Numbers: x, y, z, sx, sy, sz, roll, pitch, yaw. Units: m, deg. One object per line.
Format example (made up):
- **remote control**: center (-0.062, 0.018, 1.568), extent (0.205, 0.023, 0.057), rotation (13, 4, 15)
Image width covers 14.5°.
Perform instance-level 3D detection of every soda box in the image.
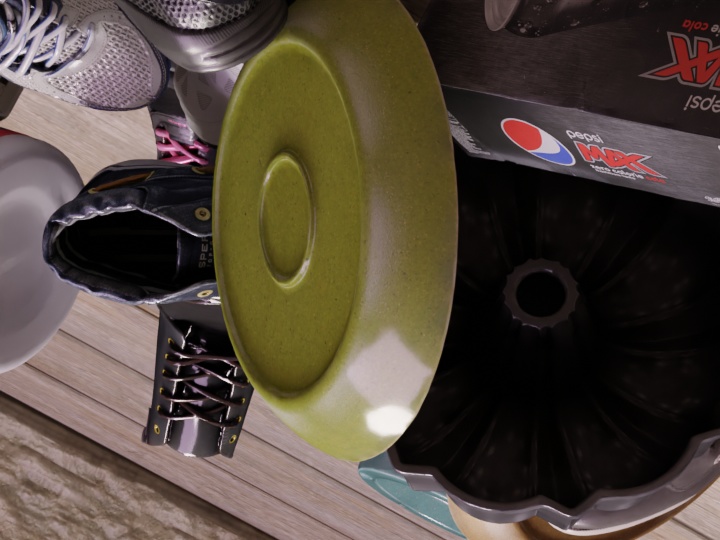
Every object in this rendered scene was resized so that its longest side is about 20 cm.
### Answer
- **soda box**: center (0.109, -0.074, 1.091), extent (0.199, 0.071, 0.063), rotation (15, 162, 45)

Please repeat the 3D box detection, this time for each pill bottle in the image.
- **pill bottle**: center (-0.244, -0.031, 1.417), extent (0.199, 0.120, 0.120), rotation (18, 166, 32)

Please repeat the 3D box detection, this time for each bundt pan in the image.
- **bundt pan**: center (0.079, 0.023, 1.244), extent (0.201, 0.203, 0.076), rotation (24, 161, 12)

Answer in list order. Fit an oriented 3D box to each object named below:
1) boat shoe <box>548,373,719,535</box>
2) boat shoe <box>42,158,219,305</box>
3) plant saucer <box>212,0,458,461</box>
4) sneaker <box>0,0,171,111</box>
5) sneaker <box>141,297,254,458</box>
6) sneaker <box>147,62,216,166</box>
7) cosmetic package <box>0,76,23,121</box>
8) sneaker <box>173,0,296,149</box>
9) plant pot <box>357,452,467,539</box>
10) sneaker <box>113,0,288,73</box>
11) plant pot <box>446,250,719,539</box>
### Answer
- **boat shoe**: center (0.166, 0.052, 1.290), extent (0.067, 0.199, 0.057), rotation (58, 169, 30)
- **boat shoe**: center (-0.047, -0.014, 1.325), extent (0.199, 0.071, 0.091), rotation (0, -165, 13)
- **plant saucer**: center (-0.019, -0.021, 1.165), extent (0.031, 0.201, 0.200), rotation (-1, -179, -25)
- **sneaker**: center (-0.169, -0.116, 1.266), extent (0.199, 0.077, 0.085), rotation (29, -154, -29)
- **sneaker**: center (-0.075, 0.045, 1.492), extent (0.074, 0.107, 0.200), rotation (10, 173, -2)
- **sneaker**: center (-0.081, -0.059, 1.508), extent (0.079, 0.096, 0.200), rotation (25, 167, 19)
- **cosmetic package**: center (-0.213, -0.128, 1.473), extent (0.073, 0.104, 0.200), rotation (30, 166, -17)
- **sneaker**: center (-0.053, -0.117, 1.317), extent (0.116, 0.076, 0.200), rotation (53, 164, -23)
- **plant pot**: center (0.078, 0.089, 1.702), extent (0.199, 0.135, 0.200), rotation (25, 168, 6)
- **sneaker**: center (-0.112, -0.170, 1.173), extent (0.199, 0.076, 0.115), rotation (38, 155, 41)
- **plant pot**: center (0.132, 0.070, 1.366), extent (0.028, 0.200, 0.200), rotation (48, -176, 38)
